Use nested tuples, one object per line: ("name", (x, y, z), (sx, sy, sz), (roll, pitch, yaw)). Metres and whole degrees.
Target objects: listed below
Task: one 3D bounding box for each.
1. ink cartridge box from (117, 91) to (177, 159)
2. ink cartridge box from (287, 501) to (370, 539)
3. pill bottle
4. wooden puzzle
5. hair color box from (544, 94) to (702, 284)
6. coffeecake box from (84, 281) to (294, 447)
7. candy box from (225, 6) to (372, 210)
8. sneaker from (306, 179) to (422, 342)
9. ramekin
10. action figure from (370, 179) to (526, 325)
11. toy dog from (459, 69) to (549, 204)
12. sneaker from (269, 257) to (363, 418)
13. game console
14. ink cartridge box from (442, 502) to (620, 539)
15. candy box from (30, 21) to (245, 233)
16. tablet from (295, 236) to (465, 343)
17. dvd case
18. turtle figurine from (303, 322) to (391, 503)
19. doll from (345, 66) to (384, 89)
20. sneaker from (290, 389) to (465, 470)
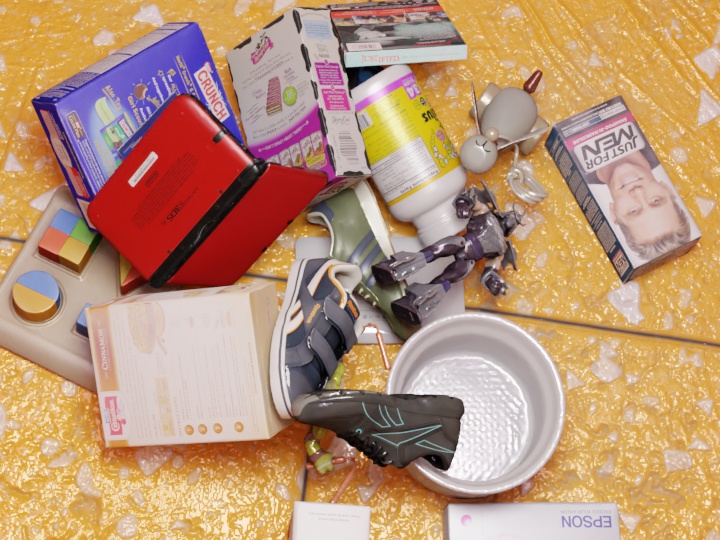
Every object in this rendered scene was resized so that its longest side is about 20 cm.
("ink cartridge box", (-0.181, -0.094, 1.675), (0.100, 0.201, 0.039), (-49, 39, -17))
("ink cartridge box", (-0.038, 0.355, 1.543), (0.082, 0.145, 0.203), (4, 70, -5))
("pill bottle", (0.057, -0.130, 1.721), (0.104, 0.104, 0.202), (-31, 94, -15))
("wooden puzzle", (-0.311, 0.019, 1.690), (0.183, 0.046, 0.202), (25, 70, 4))
("hair color box", (0.313, -0.098, 1.778), (0.099, 0.061, 0.202), (-24, 75, -12))
("coffeecake box", (-0.183, 0.101, 1.587), (0.197, 0.073, 0.156), (-5, 97, 21))
("candy box", (-0.072, -0.180, 1.694), (0.061, 0.136, 0.203), (-6, 78, -44))
("sneaker", (0.000, 0.000, 1.705), (0.089, 0.067, 0.202), (-20, 73, -3))
("ramekin", (0.121, 0.157, 1.651), (0.197, 0.098, 0.203), (2, 71, -5))
("action figure", (0.113, -0.017, 1.658), (0.199, 0.069, 0.131), (-32, 100, -24))
("toy dog", (0.175, -0.177, 1.736), (0.131, 0.097, 0.201), (24, 28, -14))
("sneaker", (-0.044, 0.065, 1.579), (0.078, 0.079, 0.202), (-5, 50, 17))
("game console", (-0.167, -0.082, 1.614), (0.172, 0.200, 0.119), (45, 29, -1))
("ink cartridge box", (0.191, 0.354, 1.618), (0.193, 0.043, 0.203), (0, 69, -5))
("candy box", (-0.245, -0.162, 1.678), (0.199, 0.077, 0.171), (-34, 119, -26))
("tablet", (0.023, 0.022, 1.736), (0.197, 0.014, 0.132), (0, 70, -5))
("dvd case", (0.039, -0.285, 1.772), (0.144, 0.200, 0.022), (-5, 115, -7))
("turtle figurine", (-0.058, 0.148, 1.619), (0.160, 0.064, 0.203), (3, 75, 37))
("doll", (-0.005, -0.196, 1.791), (0.135, 0.048, 0.202), (24, 72, -6))
("sneaker", (0.021, 0.163, 1.530), (0.197, 0.075, 0.081), (7, 84, -26))
